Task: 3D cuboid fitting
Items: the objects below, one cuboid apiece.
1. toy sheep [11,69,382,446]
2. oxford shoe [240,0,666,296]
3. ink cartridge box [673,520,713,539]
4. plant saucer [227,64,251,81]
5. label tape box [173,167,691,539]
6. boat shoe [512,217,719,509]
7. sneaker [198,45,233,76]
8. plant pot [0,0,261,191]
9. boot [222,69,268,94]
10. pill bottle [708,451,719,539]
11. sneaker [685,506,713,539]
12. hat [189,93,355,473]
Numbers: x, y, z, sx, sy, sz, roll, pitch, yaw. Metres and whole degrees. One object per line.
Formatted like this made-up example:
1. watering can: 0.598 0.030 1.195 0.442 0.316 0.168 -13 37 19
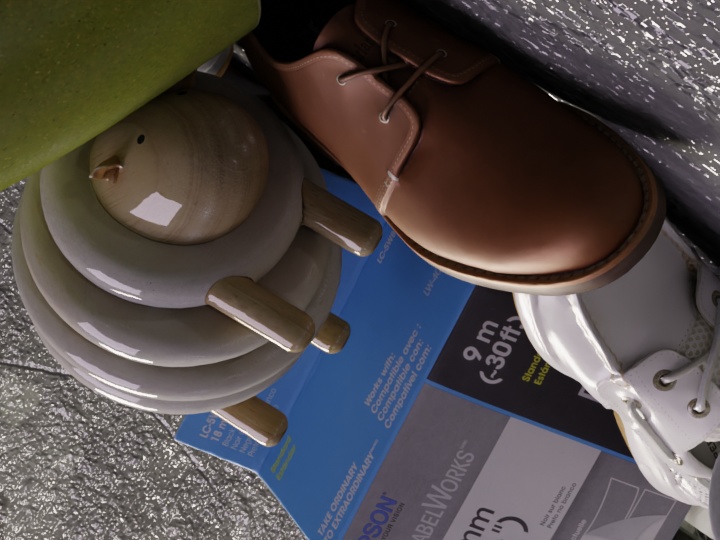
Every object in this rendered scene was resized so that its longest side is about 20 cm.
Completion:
1. toy sheep: -0.068 -0.004 0.840 0.138 0.138 0.200 35 150 9
2. oxford shoe: 0.019 -0.053 0.743 0.200 0.071 0.071 33 170 41
3. ink cartridge box: 0.144 0.189 1.079 0.200 0.116 0.067 35 -163 -4
4. plant saucer: -0.092 -0.100 1.246 0.200 0.032 0.200 36 175 4
5. label tape box: 0.042 0.062 0.915 0.200 0.144 0.063 21 -159 -16
6. boat shoe: 0.121 0.031 0.802 0.069 0.071 0.200 27 165 42
7. sneaker: -0.146 -0.150 0.987 0.200 0.075 0.088 24 165 17
8. plant pot: -0.169 -0.086 0.727 0.187 0.200 0.187 44 169 11
9. boot: -0.100 -0.099 1.079 0.200 0.070 0.132 10 141 28
10. pill bottle: 0.199 0.111 0.796 0.114 0.114 0.200 32 174 36
11. sneaker: 0.206 0.136 1.142 0.074 0.087 0.200 37 174 4
12. hat: 0.000 0.000 0.981 0.201 0.201 0.081 38 145 -26
